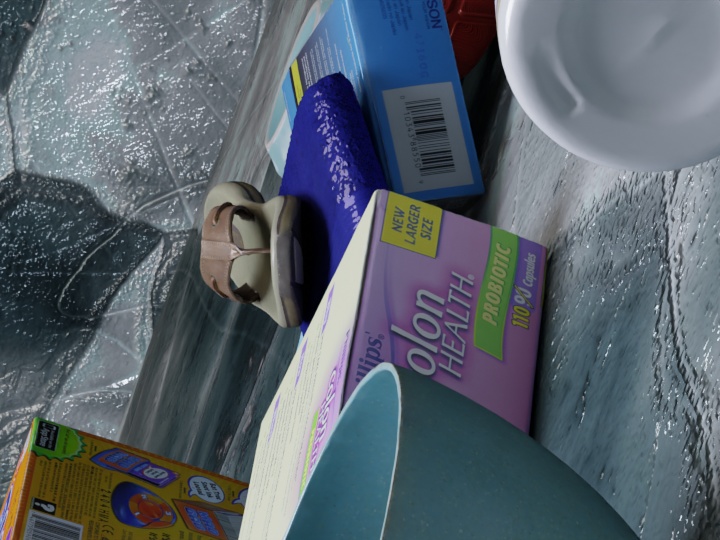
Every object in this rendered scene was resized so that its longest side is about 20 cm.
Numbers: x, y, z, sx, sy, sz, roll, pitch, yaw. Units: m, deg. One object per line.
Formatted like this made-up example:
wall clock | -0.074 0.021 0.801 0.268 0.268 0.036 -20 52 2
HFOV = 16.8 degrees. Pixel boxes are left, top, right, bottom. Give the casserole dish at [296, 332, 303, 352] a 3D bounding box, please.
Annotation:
casserole dish | -0.011 0.066 1.589 0.200 0.039 0.121 139 141 -75

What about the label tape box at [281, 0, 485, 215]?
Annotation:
label tape box | 0.010 -0.086 1.548 0.200 0.066 0.144 131 127 -72

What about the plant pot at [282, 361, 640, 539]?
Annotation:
plant pot | 0.039 0.147 0.819 0.200 0.135 0.200 -161 90 -81

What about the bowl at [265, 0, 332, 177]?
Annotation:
bowl | -0.001 -0.125 1.754 0.201 0.105 0.201 -161 90 -80

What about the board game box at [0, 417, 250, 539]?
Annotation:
board game box | -0.162 0.252 1.628 0.200 0.199 0.200 -95 25 -69

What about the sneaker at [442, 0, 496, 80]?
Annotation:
sneaker | 0.071 -0.197 1.646 0.116 0.078 0.200 83 -158 -70

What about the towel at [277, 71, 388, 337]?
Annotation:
towel | 0.000 0.000 1.434 0.148 0.049 0.200 106 153 -46

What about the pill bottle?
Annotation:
pill bottle | 0.113 -0.134 1.008 0.200 0.120 0.120 -89 20 -62

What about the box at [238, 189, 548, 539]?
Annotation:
box | 0.010 0.096 1.241 0.176 0.097 0.200 -80 11 -46

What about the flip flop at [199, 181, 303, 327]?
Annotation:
flip flop | -0.075 -0.014 1.488 0.200 0.057 0.081 -146 54 -69
